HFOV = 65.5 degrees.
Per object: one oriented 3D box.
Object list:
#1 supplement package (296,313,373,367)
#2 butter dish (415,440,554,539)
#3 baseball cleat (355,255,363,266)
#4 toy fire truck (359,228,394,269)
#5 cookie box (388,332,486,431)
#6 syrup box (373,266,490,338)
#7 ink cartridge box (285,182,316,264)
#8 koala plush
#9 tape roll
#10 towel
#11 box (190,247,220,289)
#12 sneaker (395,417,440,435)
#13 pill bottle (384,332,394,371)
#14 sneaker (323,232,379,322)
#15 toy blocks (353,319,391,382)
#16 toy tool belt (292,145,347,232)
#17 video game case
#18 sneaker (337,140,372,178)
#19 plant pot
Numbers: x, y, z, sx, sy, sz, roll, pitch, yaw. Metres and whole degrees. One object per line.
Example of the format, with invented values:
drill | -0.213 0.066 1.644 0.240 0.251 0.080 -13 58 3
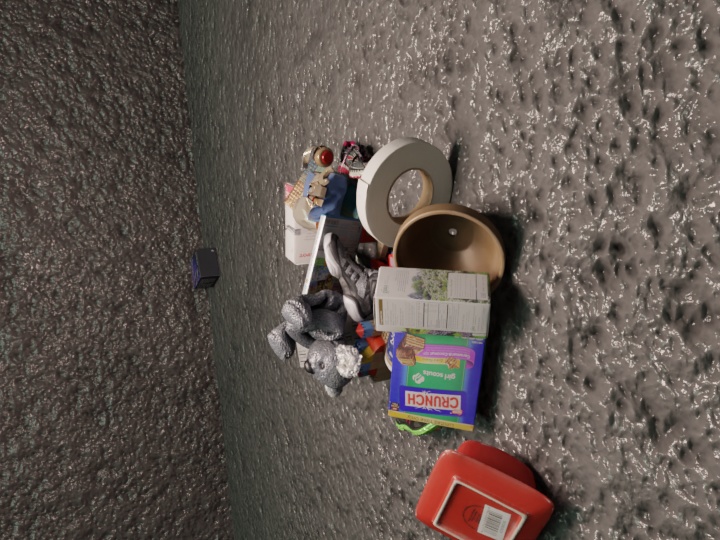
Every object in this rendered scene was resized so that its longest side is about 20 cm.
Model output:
supplement package | -0.062 0.177 1.442 0.199 0.152 0.115 -20 79 61
butter dish | 0.218 0.376 0.977 0.195 0.148 0.205 23 124 12
baseball cleat | -0.035 -0.041 1.416 0.201 0.069 0.108 51 168 34
toy fire truck | 0.051 -0.038 1.292 0.198 0.047 0.146 -10 85 62
cookie box | 0.141 0.179 1.043 0.075 0.165 0.207 -55 -30 -68
syrup box | 0.122 0.054 0.960 0.080 0.193 0.083 -76 -15 -49
ink cartridge box | -0.127 -0.130 1.509 0.082 0.142 0.207 30 121 58
koala plush | -0.073 0.165 1.220 0.203 0.180 0.179 58 142 22
tape roll | 0.084 -0.143 1.046 0.037 0.197 0.209 40 130 50
towel | -0.081 -0.168 1.385 0.199 0.022 0.148 39 98 16
box | -0.793 -0.009 2.853 0.200 0.101 0.153 -41 60 58
sneaker | 0.125 0.299 1.197 0.199 0.075 0.087 -22 81 60
pill bottle | 0.117 0.110 1.131 0.111 0.108 0.205 48 136 47
sneaker | 0.000 0.000 1.212 0.205 0.111 0.075 67 -164 -4
toy blocks | 0.040 0.182 1.268 0.101 0.133 0.204 53 140 42
toy tool belt | -0.078 -0.181 1.300 0.122 0.122 0.207 24 104 52
video game case | -0.063 -0.023 1.282 0.018 0.141 0.206 22 103 35
sneaker | -0.001 -0.257 1.313 0.199 0.078 0.077 32 121 57
plant pot | 0.160 -0.044 0.993 0.094 0.196 0.204 -67 0 -47
